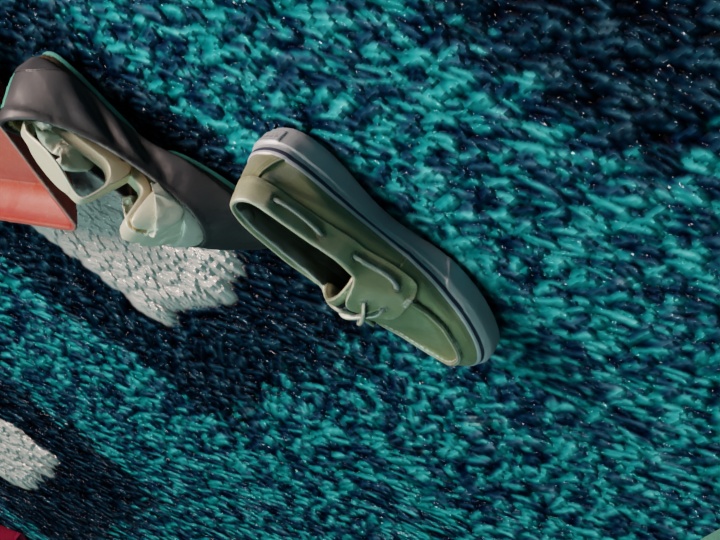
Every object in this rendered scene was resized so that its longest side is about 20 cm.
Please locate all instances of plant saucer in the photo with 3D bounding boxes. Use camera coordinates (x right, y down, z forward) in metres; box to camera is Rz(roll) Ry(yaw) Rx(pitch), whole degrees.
[{"bbox_3d":[-0.308,-0.118,1.149,0.199,0.037,0.200,9,143,40],"label":"plant saucer"}]

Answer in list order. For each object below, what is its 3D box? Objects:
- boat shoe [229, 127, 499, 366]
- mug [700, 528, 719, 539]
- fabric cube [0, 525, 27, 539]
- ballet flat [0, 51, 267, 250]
[{"bbox_3d":[0.000,0.000,0.971,0.200,0.062,0.072,42,152,-15],"label":"boat shoe"},{"bbox_3d":[0.266,0.192,0.875,0.152,0.114,0.185,52,-164,20],"label":"mug"},{"bbox_3d":[-0.531,0.438,2.092,0.199,0.196,0.200,15,146,29],"label":"fabric cube"},{"bbox_3d":[-0.151,-0.059,1.038,0.200,0.073,0.073,37,152,-6],"label":"ballet flat"}]
